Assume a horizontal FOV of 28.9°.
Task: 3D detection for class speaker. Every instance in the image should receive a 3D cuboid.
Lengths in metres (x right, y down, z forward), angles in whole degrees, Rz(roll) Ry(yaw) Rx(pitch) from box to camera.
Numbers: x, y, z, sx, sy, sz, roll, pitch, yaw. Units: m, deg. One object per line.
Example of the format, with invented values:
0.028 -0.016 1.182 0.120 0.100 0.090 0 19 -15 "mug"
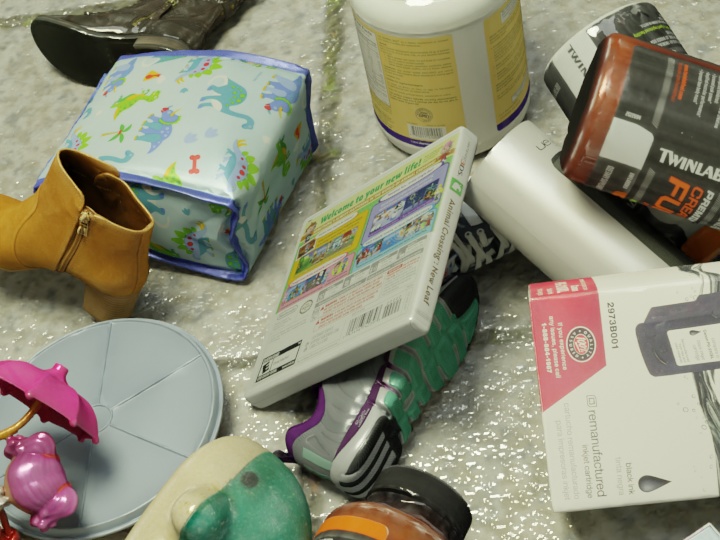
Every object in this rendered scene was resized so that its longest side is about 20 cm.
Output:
0.170 -0.019 1.031 0.200 0.081 0.081 43 66 14 "speaker"

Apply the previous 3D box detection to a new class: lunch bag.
-0.158 -0.101 1.204 0.199 0.128 0.171 15 53 13 "lunch bag"

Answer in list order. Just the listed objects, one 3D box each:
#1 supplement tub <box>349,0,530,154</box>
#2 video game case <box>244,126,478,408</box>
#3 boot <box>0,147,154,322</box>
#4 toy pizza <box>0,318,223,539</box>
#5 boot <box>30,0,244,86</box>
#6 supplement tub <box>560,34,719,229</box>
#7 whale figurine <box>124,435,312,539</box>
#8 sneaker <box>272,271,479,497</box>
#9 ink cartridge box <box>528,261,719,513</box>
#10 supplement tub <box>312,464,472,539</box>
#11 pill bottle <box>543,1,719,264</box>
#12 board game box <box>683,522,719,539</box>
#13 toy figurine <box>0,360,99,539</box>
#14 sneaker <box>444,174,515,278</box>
0.068 -0.212 1.199 0.144 0.201 0.146 -7 46 7 "supplement tub"
0.000 0.000 1.058 0.200 0.022 0.183 -28 35 45 "video game case"
-0.251 -0.051 1.130 0.200 0.144 0.071 32 49 10 "boot"
-0.197 0.122 1.071 0.199 0.032 0.201 -9 48 10 "toy pizza"
-0.212 -0.262 1.414 0.199 0.070 0.175 13 49 14 "boot"
0.246 -0.085 0.965 0.199 0.107 0.107 18 52 3 "supplement tub"
-0.106 0.202 0.904 0.103 0.160 0.200 34 47 10 "whale figurine"
0.013 0.070 1.043 0.087 0.075 0.200 15 54 31 "sneaker"
0.218 0.073 0.931 0.198 0.146 0.084 -7 5 7 "ink cartridge box"
0.000 0.222 0.880 0.106 0.107 0.201 15 53 25 "supplement tub"
0.236 -0.099 1.086 0.106 0.106 0.201 -27 75 -12 "pill bottle"
0.191 0.278 0.827 0.199 0.041 0.200 -28 48 -12 "board game box"
-0.269 0.146 0.980 0.183 0.150 0.201 -23 75 -1 "toy figurine"
0.098 -0.027 1.112 0.198 0.070 0.109 -4 46 14 "sneaker"
